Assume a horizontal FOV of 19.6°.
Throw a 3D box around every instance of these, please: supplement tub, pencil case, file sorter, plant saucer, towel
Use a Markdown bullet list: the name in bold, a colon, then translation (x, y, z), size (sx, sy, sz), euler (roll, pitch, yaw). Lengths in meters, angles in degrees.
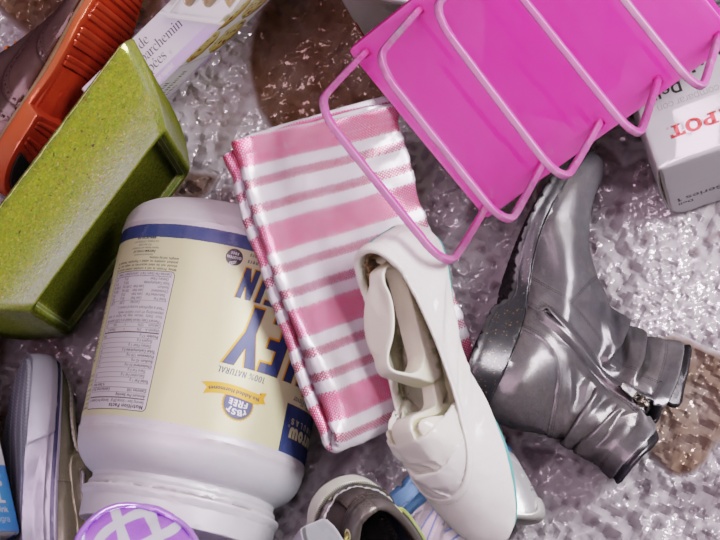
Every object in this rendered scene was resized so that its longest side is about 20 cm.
- **supplement tub**: translation (-0.097, 0.068, 1.309), size (0.144, 0.145, 0.201), euler (7, 76, 16)
- **pencil case**: translation (-0.145, 0.226, 1.249), size (0.083, 0.201, 0.086), euler (22, 45, 10)
- **file sorter**: translation (0.096, -0.118, 1.226), size (0.200, 0.126, 0.139), euler (-36, 100, 27)
- **plant saucer**: translation (-0.176, -0.035, 1.338), size (0.048, 0.200, 0.200), euler (35, 85, 7)
- **towel**: translation (0.000, 0.000, 1.283), size (0.030, 0.146, 0.201), euler (-18, 91, 44)

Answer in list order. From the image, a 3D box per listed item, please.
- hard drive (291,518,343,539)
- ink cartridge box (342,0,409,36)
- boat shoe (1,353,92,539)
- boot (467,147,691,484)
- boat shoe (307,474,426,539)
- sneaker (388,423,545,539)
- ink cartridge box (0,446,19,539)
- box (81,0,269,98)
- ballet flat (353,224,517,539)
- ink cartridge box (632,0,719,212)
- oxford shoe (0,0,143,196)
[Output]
- **hard drive**: translation (-0.032, 0.252, 1.228), size (0.026, 0.200, 0.132), euler (-16, 64, -36)
- **ink cartridge box**: translation (0.053, -0.248, 1.380), size (0.067, 0.117, 0.201), euler (13, 76, 17)
- **boat shoe**: translation (-0.198, 0.154, 1.360), size (0.062, 0.072, 0.201), euler (5, 70, -23)
- **boot**: translation (0.150, 0.028, 1.309), size (0.131, 0.070, 0.201), euler (22, 71, 3)
- **boat shoe**: translation (0.025, 0.220, 1.231), size (0.071, 0.061, 0.202), euler (-26, 105, -16)
- **sneaker**: translation (0.029, 0.183, 1.286), size (0.200, 0.075, 0.087), euler (-39, 75, 1)
- **ink cartridge box**: translation (-0.315, 0.101, 1.359), size (0.144, 0.084, 0.201), euler (-29, 67, 33)
- **box**: translation (-0.105, -0.171, 1.396), size (0.200, 0.041, 0.039), euler (-41, 80, 23)
- **ballet flat**: translation (0.036, 0.071, 1.237), size (0.069, 0.069, 0.201), euler (-16, 83, 9)
- **ink cartridge box**: translation (0.230, -0.158, 1.327), size (0.145, 0.084, 0.201), euler (-19, 69, 8)
- **oxford shoe**: translation (-0.218, -0.152, 1.445), size (0.072, 0.071, 0.201), euler (28, 83, 24)
